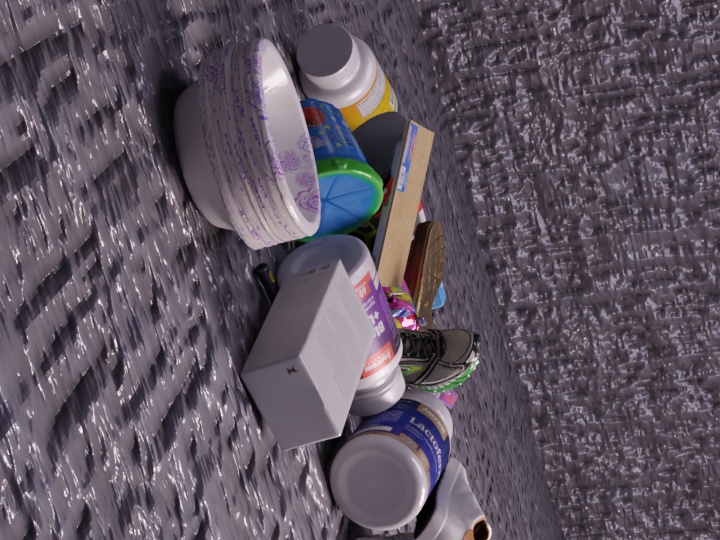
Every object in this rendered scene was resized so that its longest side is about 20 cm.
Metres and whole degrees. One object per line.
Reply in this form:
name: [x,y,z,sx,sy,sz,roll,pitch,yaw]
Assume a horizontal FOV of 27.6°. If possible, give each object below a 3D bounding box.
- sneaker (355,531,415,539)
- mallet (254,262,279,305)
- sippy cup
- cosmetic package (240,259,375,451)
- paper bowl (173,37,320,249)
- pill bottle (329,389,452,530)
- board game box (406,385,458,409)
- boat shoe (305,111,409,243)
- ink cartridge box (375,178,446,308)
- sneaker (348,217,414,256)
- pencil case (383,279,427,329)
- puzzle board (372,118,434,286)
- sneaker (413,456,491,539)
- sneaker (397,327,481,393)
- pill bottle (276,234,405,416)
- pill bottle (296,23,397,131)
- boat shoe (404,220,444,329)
sneaker: [0.052,0.340,1.734,0.200,0.099,0.078,-9,86,-79]
mallet: [-0.070,0.075,1.627,0.066,0.041,0.201,-73,144,-67]
sippy cup: [-0.054,-0.124,1.715,0.178,0.139,0.131,73,0,-58]
cosmetic package: [-0.050,0.085,1.522,0.102,0.071,0.200,64,22,-22]
paper bowl: [-0.115,-0.121,1.448,0.201,0.104,0.201,-15,90,-79]
pill bottle: [0.043,0.218,1.743,0.200,0.115,0.116,-45,121,-68]
board game box: [0.061,0.139,2.014,0.032,0.120,0.200,-65,160,-7]
boat shoe: [-0.004,-0.113,1.833,0.071,0.200,0.064,42,6,18]
ink cartridge box: [0.043,-0.036,2.110,0.067,0.116,0.201,-44,120,-79]
sneaker: [0.000,0.000,1.870,0.200,0.075,0.077,-42,141,-40]
pencil case: [0.026,0.025,1.960,0.200,0.088,0.089,-110,179,-56]
puzzle board: [0.048,-0.079,1.787,0.151,0.017,0.201,4,98,-76]
sneaker: [0.114,0.295,1.759,0.085,0.073,0.200,32,20,-2]
sneaker: [0.057,0.107,1.825,0.085,0.199,0.078,48,39,-47]
pill bottle: [-0.015,0.068,1.700,0.112,0.111,0.200,-88,160,-55]
pill bottle: [-0.023,-0.266,2.077,0.200,0.111,0.111,51,27,-65]
boat shoe: [0.069,0.027,2.044,0.072,0.067,0.201,-3,104,-64]
